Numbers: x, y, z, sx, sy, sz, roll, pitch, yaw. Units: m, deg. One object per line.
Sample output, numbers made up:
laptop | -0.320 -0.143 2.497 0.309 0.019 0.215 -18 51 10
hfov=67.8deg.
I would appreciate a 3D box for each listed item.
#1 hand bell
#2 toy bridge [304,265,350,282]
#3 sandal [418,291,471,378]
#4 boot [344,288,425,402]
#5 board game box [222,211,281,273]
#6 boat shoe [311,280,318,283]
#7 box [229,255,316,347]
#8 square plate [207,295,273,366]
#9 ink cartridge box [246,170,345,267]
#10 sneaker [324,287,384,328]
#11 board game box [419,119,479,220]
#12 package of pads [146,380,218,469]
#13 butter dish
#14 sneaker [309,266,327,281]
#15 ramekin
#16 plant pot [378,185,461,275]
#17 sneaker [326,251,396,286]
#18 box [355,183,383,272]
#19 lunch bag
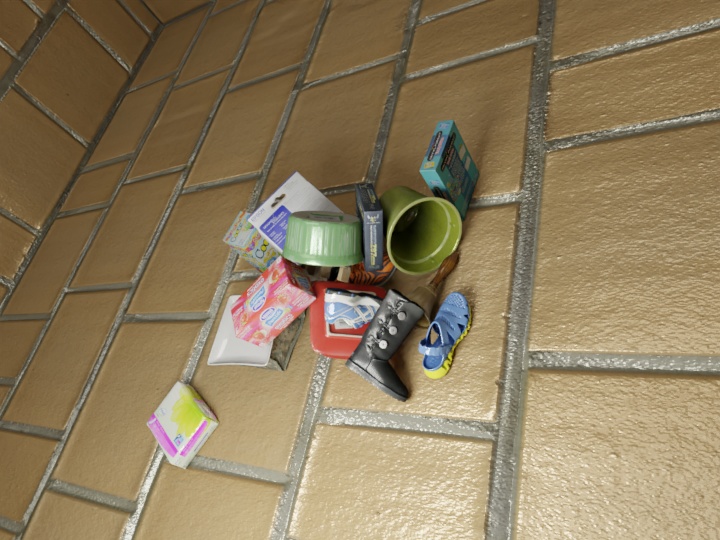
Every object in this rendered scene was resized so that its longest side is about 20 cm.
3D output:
hand bell | 0.178 0.031 1.285 0.103 0.105 0.201 19 59 41
toy bridge | -0.087 -0.014 1.384 0.199 0.027 0.069 10 85 56
sandal | 0.185 0.134 1.191 0.078 0.087 0.203 6 62 39
boot | 0.083 0.165 1.186 0.202 0.163 0.066 -58 5 -2
board game box | -0.288 -0.068 1.578 0.102 0.200 0.106 16 69 40
boat shoe | -0.174 0.049 1.471 0.200 0.071 0.062 7 103 49
box | -0.212 0.077 1.283 0.200 0.095 0.101 -42 45 18
square plate | -0.288 0.155 1.387 0.196 0.029 0.201 -4 57 28
ink cartridge box | -0.168 -0.135 1.445 0.199 0.047 0.198 41 76 15
sneaker | 0.003 0.092 1.229 0.076 0.196 0.079 -161 83 -67
board game box | 0.227 -0.246 1.342 0.046 0.200 0.153 5 62 36
package of pads | -0.492 0.417 1.480 0.199 0.068 0.156 29 79 43
butter dish | -0.036 0.143 1.309 0.195 0.149 0.203 6 53 -14
sneaker | -0.110 -0.050 1.544 0.146 0.079 0.204 -147 70 -74
ramekin | -0.087 -0.082 1.286 0.198 0.198 0.100 17 108 40
plant pot | 0.126 -0.122 1.352 0.200 0.201 0.185 -40 35 4
sneaker | 0.000 0.000 1.392 0.198 0.112 0.078 -35 46 9
box | 0.021 -0.113 1.353 0.050 0.161 0.201 -5 27 -5
lunch bag | -0.255 0.157 1.463 0.161 0.118 0.203 1 55 31
